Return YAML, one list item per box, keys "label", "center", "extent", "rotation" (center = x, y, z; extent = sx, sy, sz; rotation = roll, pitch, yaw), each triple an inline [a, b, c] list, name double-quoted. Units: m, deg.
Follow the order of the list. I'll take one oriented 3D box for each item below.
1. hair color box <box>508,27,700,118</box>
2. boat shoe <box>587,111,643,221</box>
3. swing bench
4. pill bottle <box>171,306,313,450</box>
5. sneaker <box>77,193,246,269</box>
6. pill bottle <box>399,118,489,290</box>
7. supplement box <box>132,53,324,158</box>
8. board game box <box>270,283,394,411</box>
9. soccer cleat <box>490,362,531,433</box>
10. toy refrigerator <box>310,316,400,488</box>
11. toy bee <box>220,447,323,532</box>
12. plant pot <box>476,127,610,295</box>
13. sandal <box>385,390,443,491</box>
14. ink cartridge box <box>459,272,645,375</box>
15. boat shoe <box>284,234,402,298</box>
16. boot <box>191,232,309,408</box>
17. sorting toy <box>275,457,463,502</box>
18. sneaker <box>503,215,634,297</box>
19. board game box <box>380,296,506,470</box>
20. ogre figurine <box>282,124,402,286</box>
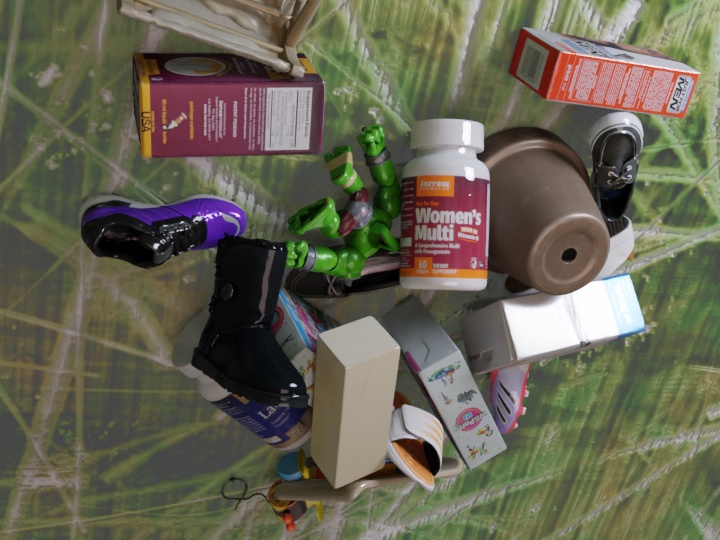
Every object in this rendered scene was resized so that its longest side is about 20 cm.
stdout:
- label: "hair color box"
  center: [0.298, -0.243, 1.124]
  extent: [0.198, 0.111, 0.064]
  rotation: [4, 117, -21]
- label: "boat shoe"
  center: [0.331, -0.131, 1.179]
  extent: [0.068, 0.057, 0.200]
  rotation: [-9, 154, 8]
- label: "swing bench"
  center: [-0.124, -0.331, 0.931]
  extent: [0.197, 0.130, 0.201]
  rotation: [15, 119, -25]
- label: "pill bottle"
  center: [-0.143, 0.140, 1.199]
  extent: [0.116, 0.116, 0.200]
  rotation: [-43, 120, 9]
- label: "sneaker"
  center: [-0.229, -0.039, 1.077]
  extent: [0.198, 0.100, 0.070]
  rotation: [-2, 122, -17]
- label: "pill bottle"
  center: [0.103, -0.077, 1.118]
  extent: [0.108, 0.109, 0.202]
  rotation: [2, 89, -19]
- label: "supplement box"
  center: [-0.148, -0.185, 1.014]
  extent: [0.198, 0.111, 0.086]
  rotation: [-4, 120, -16]
- label: "board game box"
  center: [-0.057, 0.110, 1.170]
  extent: [0.064, 0.148, 0.200]
  rotation: [-42, 135, 10]
- label: "soccer cleat"
  center: [0.219, 0.154, 1.364]
  extent: [0.076, 0.067, 0.202]
  rotation: [12, 119, 1]
- label: "toy refrigerator"
  center: [-0.011, 0.157, 1.085]
  extent: [0.075, 0.070, 0.201]
  rotation: [-18, 133, -27]
- label: "toy bee"
  center: [-0.089, 0.329, 1.333]
  extent: [0.199, 0.109, 0.131]
  rotation: [-38, 125, 6]
- label: "plant pot"
  center: [0.231, -0.061, 1.171]
  extent: [0.198, 0.175, 0.202]
  rotation: [-8, 120, -14]
- label: "sandal"
  center: [0.070, 0.201, 1.193]
  extent: [0.079, 0.207, 0.059]
  rotation: [40, 105, -19]
- label: "ink cartridge box"
  center: [0.253, 0.074, 1.230]
  extent: [0.198, 0.146, 0.085]
  rotation: [-9, 79, -19]
- label: "boat shoe"
  center: [0.000, 0.000, 1.200]
  extent: [0.198, 0.057, 0.067]
  rotation: [-15, 124, -9]
- label: "boot"
  center: [-0.115, 0.050, 1.030]
  extent: [0.076, 0.199, 0.170]
  rotation: [10, 96, -41]
- label: "sorting toy"
  center: [0.010, 0.274, 1.235]
  extent: [0.199, 0.184, 0.037]
  rotation: [-3, 82, -39]
- label: "sneaker"
  center: [0.302, 0.005, 1.291]
  extent: [0.199, 0.073, 0.085]
  rotation: [-27, 126, 0]
- label: "board game box"
  center: [0.115, 0.155, 1.264]
  extent: [0.064, 0.148, 0.201]
  rotation: [-31, 123, -2]
- label: "ogre figurine"
  center: [-0.011, -0.066, 1.130]
  extent: [0.120, 0.097, 0.201]
  rotation: [44, 56, -38]
